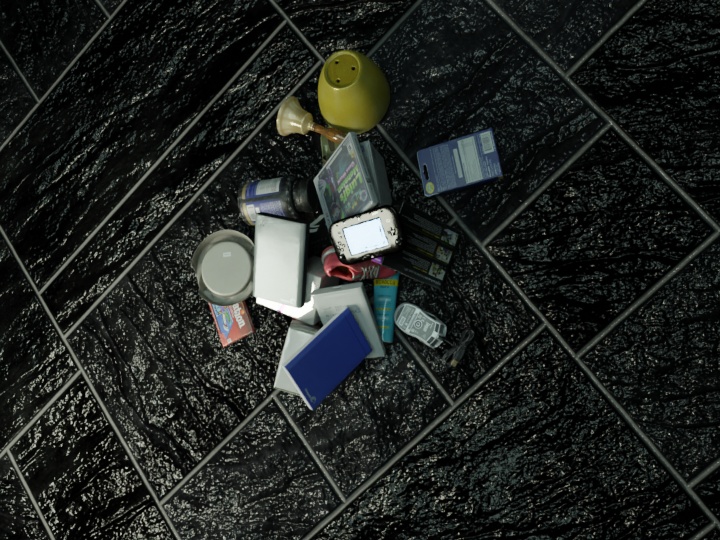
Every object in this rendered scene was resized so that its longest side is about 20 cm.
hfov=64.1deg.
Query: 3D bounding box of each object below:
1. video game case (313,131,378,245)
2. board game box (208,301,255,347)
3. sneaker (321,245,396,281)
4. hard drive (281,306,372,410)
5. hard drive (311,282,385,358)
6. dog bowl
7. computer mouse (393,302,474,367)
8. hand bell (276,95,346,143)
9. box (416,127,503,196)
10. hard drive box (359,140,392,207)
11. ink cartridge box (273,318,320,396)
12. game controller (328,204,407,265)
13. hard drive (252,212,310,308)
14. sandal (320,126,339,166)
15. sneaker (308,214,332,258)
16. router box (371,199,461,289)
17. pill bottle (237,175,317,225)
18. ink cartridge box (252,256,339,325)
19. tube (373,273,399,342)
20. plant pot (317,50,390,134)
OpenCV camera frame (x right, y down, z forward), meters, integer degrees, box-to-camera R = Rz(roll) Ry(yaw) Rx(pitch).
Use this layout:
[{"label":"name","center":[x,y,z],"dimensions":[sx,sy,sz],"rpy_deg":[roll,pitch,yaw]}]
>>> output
[{"label":"video game case","center":[-0.040,-0.189,1.358],"dimensions":[0.199,0.023,0.187],"rpy_deg":[-41,61,49]},{"label":"board game box","center":[-0.367,0.094,1.589],"dimensions":[0.101,0.019,0.205],"rpy_deg":[-25,78,12]},{"label":"sneaker","center":[0.000,0.000,1.394],"dimensions":[0.193,0.088,0.076],"rpy_deg":[6,123,-8]},{"label":"hard drive","center":[-0.072,0.200,1.317],"dimensions":[0.199,0.134,0.025],"rpy_deg":[-42,29,-22]},{"label":"hard drive","center":[-0.026,0.126,1.378],"dimensions":[0.128,0.027,0.205],"rpy_deg":[-9,120,19]},{"label":"dog bowl","center":[-0.357,-0.003,1.556],"dimensions":[0.192,0.059,0.208],"rpy_deg":[-1,79,4]},{"label":"computer mouse","center":[0.173,0.144,1.406],"dimensions":[0.197,0.044,0.112],"rpy_deg":[32,99,12]},{"label":"hand bell","center":[-0.112,-0.373,1.506],"dimensions":[0.196,0.104,0.107],"rpy_deg":[25,92,19]},{"label":"box","center":[0.244,-0.263,1.426],"dimensions":[0.193,0.032,0.126],"rpy_deg":[-13,81,14]},{"label":"hard drive box","center":[0.025,-0.193,1.423],"dimensions":[0.074,0.155,0.207],"rpy_deg":[-14,80,15]},{"label":"ink cartridge box","center":[-0.152,0.206,1.409],"dimensions":[0.080,0.200,0.152],"rpy_deg":[15,89,-5]},{"label":"game controller","center":[0.014,-0.078,1.287],"dimensions":[0.195,0.042,0.107],"rpy_deg":[-14,111,36]},{"label":"hard drive","center":[-0.189,-0.024,1.367],"dimensions":[0.135,0.033,0.207],"rpy_deg":[12,108,21]},{"label":"sandal","center":[-0.069,-0.287,1.511],"dimensions":[0.077,0.057,0.207],"rpy_deg":[-19,77,10]},{"label":"sneaker","center":[-0.089,-0.073,1.434],"dimensions":[0.109,0.201,0.075],"rpy_deg":[18,129,19]},{"label":"router box","center":[0.135,-0.059,1.362],"dimensions":[0.051,0.196,0.154],"rpy_deg":[20,89,57]},{"label":"pill bottle","center":[-0.216,-0.186,1.520],"dimensions":[0.193,0.112,0.116],"rpy_deg":[-6,83,16]},{"label":"ink cartridge box","center":[-0.166,0.030,1.461],"dimensions":[0.194,0.128,0.129],"rpy_deg":[18,110,19]},{"label":"tube","center":[0.062,0.077,1.447],"dimensions":[0.075,0.050,0.208],"rpy_deg":[1,80,9]},{"label":"plant pot","center":[-0.030,-0.471,1.462],"dimensions":[0.193,0.142,0.208],"rpy_deg":[-3,78,12]}]
